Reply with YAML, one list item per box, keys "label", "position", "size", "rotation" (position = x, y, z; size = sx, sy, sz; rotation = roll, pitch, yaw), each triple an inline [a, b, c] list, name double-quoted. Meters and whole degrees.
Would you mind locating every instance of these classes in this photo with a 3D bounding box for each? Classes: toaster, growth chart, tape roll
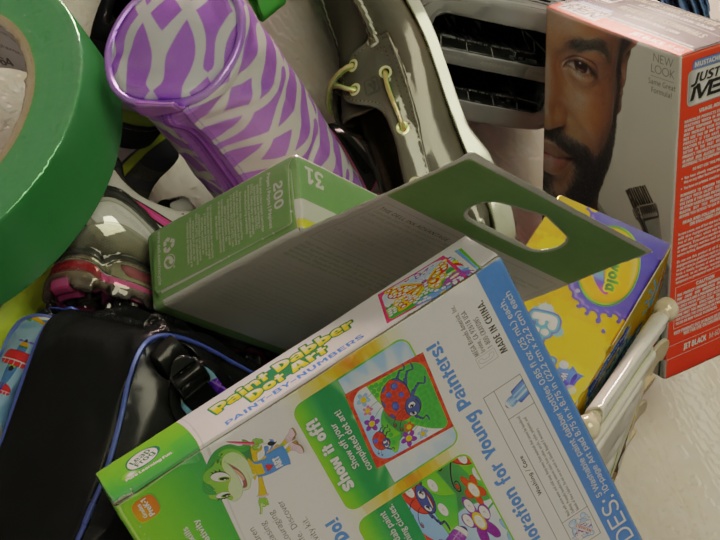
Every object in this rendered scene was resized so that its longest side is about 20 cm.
- label: "toaster"
  position: [0.064, -0.168, 1.159]
  size: [0.199, 0.114, 0.130]
  rotation: [10, 41, -25]
- label: "growth chart"
  position: [0.120, 0.120, 1.010]
  size: [0.018, 0.201, 0.145]
  rotation: [24, 31, 16]
- label: "tape roll"
  position: [-0.219, -0.061, 0.951]
  size: [0.199, 0.048, 0.201]
  rotation: [-12, 53, 16]

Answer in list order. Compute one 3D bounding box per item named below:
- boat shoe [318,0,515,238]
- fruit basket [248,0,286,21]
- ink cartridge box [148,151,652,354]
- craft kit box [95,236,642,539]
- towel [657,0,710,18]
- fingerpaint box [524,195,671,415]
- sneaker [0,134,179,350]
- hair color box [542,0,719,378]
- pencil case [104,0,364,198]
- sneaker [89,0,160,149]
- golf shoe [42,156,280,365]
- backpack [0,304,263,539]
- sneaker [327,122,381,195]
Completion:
- label: "boat shoe"
  position: [0.018, -0.091, 1.050]
  size: [0.060, 0.072, 0.202]
  rotation: [-22, 81, -19]
- label: "fruit basket"
  position: [-0.110, -0.251, 1.092]
  size: [0.214, 0.156, 0.216]
  rotation: [-5, 50, 6]
- label: "ink cartridge box"
  position: [0.017, -0.013, 0.910]
  size: [0.145, 0.200, 0.048]
  rotation: [23, 51, -44]
- label: "craft kit box"
  position: [0.016, 0.120, 0.845]
  size: [0.197, 0.048, 0.201]
  rotation: [-33, 113, -12]
- label: "towel"
  position: [0.204, -0.163, 1.222]
  size: [0.048, 0.112, 0.201]
  rotation: [-25, 99, 10]
- label: "fingerpaint box"
  position: [0.084, 0.089, 1.016]
  size: [0.073, 0.167, 0.200]
  rotation: [24, 54, 16]
- label: "sneaker"
  position: [-0.150, 0.003, 1.024]
  size: [0.081, 0.074, 0.200]
  rotation: [46, 53, -21]
- label: "hair color box"
  position: [0.163, -0.052, 1.100]
  size: [0.064, 0.201, 0.111]
  rotation: [-19, 31, -33]
- label: "pencil case"
  position: [-0.063, -0.067, 0.991]
  size: [0.084, 0.200, 0.086]
  rotation: [3, 63, 25]
- label: "sneaker"
  position: [-0.112, -0.141, 1.059]
  size: [0.071, 0.083, 0.200]
  rotation: [17, 30, -9]
- label: "golf shoe"
  position: [-0.082, 0.007, 0.999]
  size: [0.200, 0.072, 0.093]
  rotation: [34, 53, -48]
- label: "backpack"
  position: [-0.089, 0.124, 0.932]
  size: [0.200, 0.134, 0.183]
  rotation: [26, 79, -46]
- label: "sneaker"
  position: [0.000, 0.000, 1.095]
  size: [0.086, 0.080, 0.201]
  rotation: [-2, 57, -13]
